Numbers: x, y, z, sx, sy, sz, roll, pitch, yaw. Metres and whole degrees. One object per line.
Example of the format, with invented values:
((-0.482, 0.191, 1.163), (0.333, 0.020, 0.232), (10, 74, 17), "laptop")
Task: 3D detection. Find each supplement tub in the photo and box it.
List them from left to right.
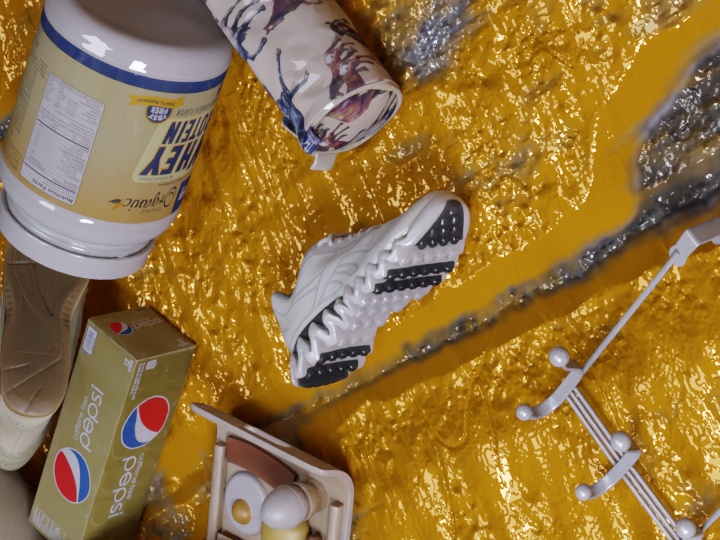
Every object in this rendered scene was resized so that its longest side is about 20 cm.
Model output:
((-0.188, -0.109, 1.542), (0.144, 0.144, 0.201), (39, 122, 29), "supplement tub")

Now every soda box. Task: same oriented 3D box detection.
((-0.200, 0.132, 1.649), (0.064, 0.067, 0.201), (37, 120, 30), "soda box")

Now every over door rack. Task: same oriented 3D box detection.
((0.194, 0.085, 1.291), (0.148, 0.066, 0.200), (54, 128, 19), "over door rack")

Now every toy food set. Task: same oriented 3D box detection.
((-0.082, 0.214, 1.563), (0.143, 0.060, 0.202), (22, 114, 37), "toy food set")

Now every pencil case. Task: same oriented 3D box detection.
((-0.058, -0.170, 1.459), (0.089, 0.078, 0.201), (-45, 68, 22), "pencil case")

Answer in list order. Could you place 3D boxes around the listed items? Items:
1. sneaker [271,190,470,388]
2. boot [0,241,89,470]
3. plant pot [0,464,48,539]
((0.000, 0.000, 1.448), (0.200, 0.075, 0.081), (-45, 60, 37), "sneaker")
((-0.265, 0.050, 1.682), (0.156, 0.072, 0.202), (122, 153, -61), "boot")
((-0.328, 0.251, 1.717), (0.134, 0.200, 0.201), (33, 120, 14), "plant pot")
